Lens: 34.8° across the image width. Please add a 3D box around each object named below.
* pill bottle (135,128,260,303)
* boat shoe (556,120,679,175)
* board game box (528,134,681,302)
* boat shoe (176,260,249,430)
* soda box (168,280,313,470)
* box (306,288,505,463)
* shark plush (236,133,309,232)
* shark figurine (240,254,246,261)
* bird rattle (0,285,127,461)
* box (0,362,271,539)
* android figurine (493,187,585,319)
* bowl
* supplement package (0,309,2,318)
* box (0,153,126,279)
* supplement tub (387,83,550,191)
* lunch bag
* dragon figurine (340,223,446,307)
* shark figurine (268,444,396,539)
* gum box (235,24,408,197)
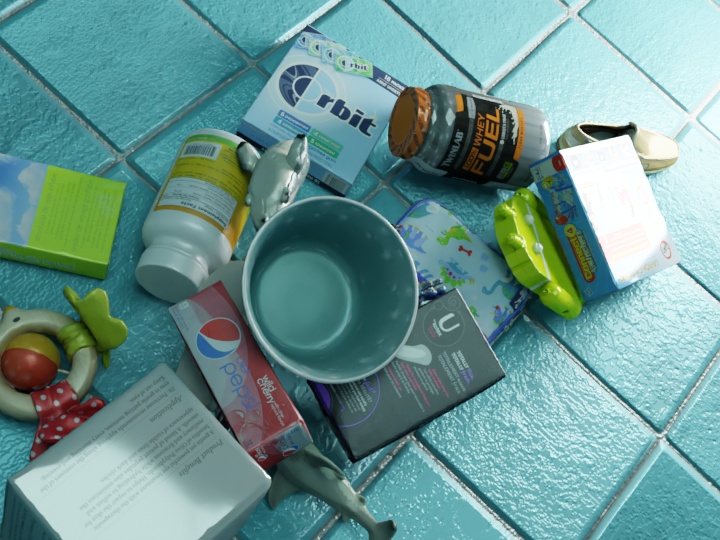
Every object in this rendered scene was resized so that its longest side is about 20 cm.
[{"bbox_3d":[-0.198,-0.064,1.394,0.111,0.111,0.200,23,58,-7],"label":"pill bottle"},{"bbox_3d":[0.392,-0.187,1.693,0.199,0.076,0.072,-1,64,-21],"label":"boat shoe"},{"bbox_3d":[0.335,-0.075,1.562,0.200,0.056,0.196,-16,83,-49],"label":"board game box"},{"bbox_3d":[-0.161,0.093,1.332,0.074,0.093,0.200,11,62,16],"label":"boat shoe"},{"bbox_3d":[-0.130,0.111,1.225,0.070,0.063,0.200,-29,59,-8],"label":"soda box"},{"bbox_3d":[0.050,0.125,1.347,0.200,0.106,0.122,-27,81,-8],"label":"box"},{"bbox_3d":[-0.088,-0.077,1.363,0.091,0.083,0.200,-15,56,14],"label":"shark plush"},{"bbox_3d":[-0.048,-0.010,1.437,0.214,0.090,0.129,11,83,7],"label":"shark figurine"},{"bbox_3d":[-0.343,0.116,1.278,0.163,0.113,0.201,13,71,1],"label":"bird rattle"},{"bbox_3d":[-0.232,0.244,1.167,0.171,0.200,0.199,45,57,10],"label":"box"},{"bbox_3d":[0.236,-0.025,1.506,0.200,0.041,0.182,33,38,-46],"label":"android figurine"},{"bbox_3d":[-0.048,0.027,1.256,0.200,0.105,0.201,4,80,-22],"label":"bowl"},{"bbox_3d":[-0.496,0.075,1.190,0.199,0.111,0.156,6,61,-3],"label":"supplement package"},{"bbox_3d":[-0.389,-0.069,1.365,0.199,0.048,0.122,13,59,-13],"label":"box"},{"bbox_3d":[0.146,-0.183,1.564,0.199,0.123,0.123,9,61,-22],"label":"supplement tub"},{"bbox_3d":[0.106,0.020,1.480,0.200,0.082,0.161,44,61,7],"label":"lunch bag"},{"bbox_3d":[0.000,0.000,1.356,0.199,0.059,0.100,-2,80,7],"label":"dragon figurine"},{"bbox_3d":[-0.054,0.252,1.306,0.089,0.128,0.215,-44,96,-7],"label":"shark figurine"},{"bbox_3d":[-0.049,-0.219,1.570,0.170,0.045,0.200,31,56,-2],"label":"gum box"}]
